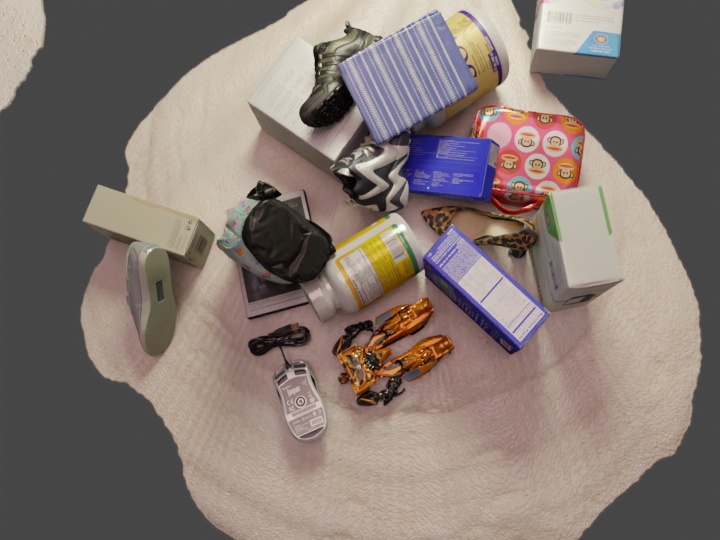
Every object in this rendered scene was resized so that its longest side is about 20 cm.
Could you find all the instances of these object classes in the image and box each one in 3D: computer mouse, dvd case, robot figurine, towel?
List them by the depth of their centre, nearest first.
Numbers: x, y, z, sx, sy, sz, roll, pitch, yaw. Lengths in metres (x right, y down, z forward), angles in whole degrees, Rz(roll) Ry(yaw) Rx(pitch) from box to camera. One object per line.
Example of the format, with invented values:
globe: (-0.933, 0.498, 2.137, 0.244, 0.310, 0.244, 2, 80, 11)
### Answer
towel: (0.077, -0.310, 1.078, 0.197, 0.024, 0.147, -29, 93, -7)
robot figurine: (0.048, 0.134, 1.121, 0.197, 0.058, 0.147, -29, 76, -2)
computer mouse: (-0.112, 0.193, 1.135, 0.108, 0.044, 0.203, -20, 71, -4)
dvd case: (-0.148, -0.030, 1.194, 0.147, 0.025, 0.204, -14, 78, 2)

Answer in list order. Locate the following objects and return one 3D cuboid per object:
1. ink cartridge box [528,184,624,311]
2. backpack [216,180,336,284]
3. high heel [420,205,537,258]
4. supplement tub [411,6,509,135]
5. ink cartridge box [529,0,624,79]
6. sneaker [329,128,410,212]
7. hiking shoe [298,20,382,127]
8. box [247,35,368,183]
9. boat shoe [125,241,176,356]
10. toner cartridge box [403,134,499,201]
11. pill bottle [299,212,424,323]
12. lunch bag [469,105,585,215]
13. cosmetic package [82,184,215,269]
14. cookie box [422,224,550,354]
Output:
ink cartridge box: (0.328, -0.027, 1.057, 0.085, 0.200, 0.149, -9, 76, 0)
backpack: (-0.152, -0.055, 1.089, 0.167, 0.199, 0.127, 44, 79, -27)
high heel: (0.193, -0.081, 1.110, 0.196, 0.143, 0.073, 20, 80, 9)
supplement tub: (0.142, -0.342, 1.170, 0.198, 0.146, 0.147, -34, 77, -2)
ink cartridge box: (0.388, -0.460, 1.202, 0.141, 0.085, 0.205, 8, 80, 7)
sneaker: (0.009, -0.196, 1.102, 0.127, 0.079, 0.204, -5, 103, -25)
hiking shoe: (-0.048, -0.325, 1.121, 0.100, 0.076, 0.201, 33, 73, 20)
box: (-0.073, -0.284, 1.198, 0.198, 0.106, 0.153, 36, 82, 12)
boat shoe: (-0.363, 0.045, 1.151, 0.071, 0.070, 0.205, 20, 117, 32)
toner cartridge box: (0.131, -0.176, 1.140, 0.197, 0.043, 0.097, 12, 89, 34)
pill bottle: (0.000, 0.000, 1.119, 0.198, 0.113, 0.114, -31, 77, -8)
lunch bag: (0.277, -0.180, 1.154, 0.195, 0.082, 0.180, 12, 79, 8)
cosmetic package: (-0.368, -0.074, 1.185, 0.196, 0.104, 0.074, 19, 79, 8)
cookie box: (0.195, 0.036, 1.072, 0.200, 0.171, 0.075, 44, 88, 12)
